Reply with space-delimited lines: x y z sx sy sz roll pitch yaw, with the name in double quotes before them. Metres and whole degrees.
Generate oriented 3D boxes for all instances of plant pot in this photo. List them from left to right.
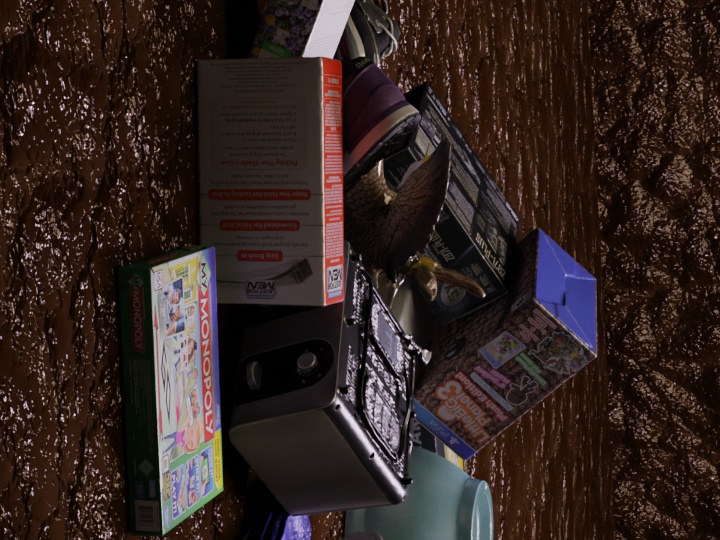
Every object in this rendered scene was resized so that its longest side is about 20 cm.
"plant pot" 0.073 0.289 1.926 0.200 0.133 0.202 0 90 -75

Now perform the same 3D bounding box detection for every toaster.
"toaster" -0.026 0.102 1.526 0.200 0.118 0.182 57 29 -45

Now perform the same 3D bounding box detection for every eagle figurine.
"eagle figurine" 0.025 -0.058 1.576 0.200 0.151 0.152 66 19 -58

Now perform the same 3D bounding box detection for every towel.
"towel" -0.064 0.297 1.590 0.148 0.049 0.201 -65 151 -54

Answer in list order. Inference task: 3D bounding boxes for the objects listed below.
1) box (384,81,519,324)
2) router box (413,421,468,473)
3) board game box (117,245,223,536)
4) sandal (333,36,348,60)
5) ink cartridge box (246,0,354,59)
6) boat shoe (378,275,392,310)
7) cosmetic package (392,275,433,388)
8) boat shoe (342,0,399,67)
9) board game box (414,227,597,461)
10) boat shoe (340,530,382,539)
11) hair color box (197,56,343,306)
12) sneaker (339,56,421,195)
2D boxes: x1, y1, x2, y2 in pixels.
"box" 0.080 -0.074 1.871 0.200 0.086 0.164 54 25 -21
"router box" 0.086 0.195 2.120 0.157 0.052 0.201 -54 141 -64
"board game box" -0.144 0.088 1.337 0.135 0.029 0.201 -26 116 -72
"sandal" -0.041 -0.193 1.618 0.045 0.075 0.201 7 81 -74
"ink cartridge box" -0.066 -0.175 1.532 0.201 0.050 0.109 -67 170 17
"boat shoe" 0.001 0.002 1.822 0.073 0.063 0.201 47 32 -31
"cosmetic package" 0.022 0.076 1.856 0.200 0.074 0.102 -72 156 -53
"boat shoe" 0.006 -0.233 1.688 0.200 0.067 0.072 -102 -171 -67
"board game box" 0.153 0.079 1.890 0.097 0.200 0.160 40 26 -15
"boat shoe" -0.001 0.326 1.627 0.200 0.075 0.062 -92 164 -63
"hair color box" -0.073 -0.073 1.433 0.064 0.110 0.201 -9 100 -74
"sneaker" -0.042 -0.103 1.499 0.088 0.200 0.076 52 25 7
